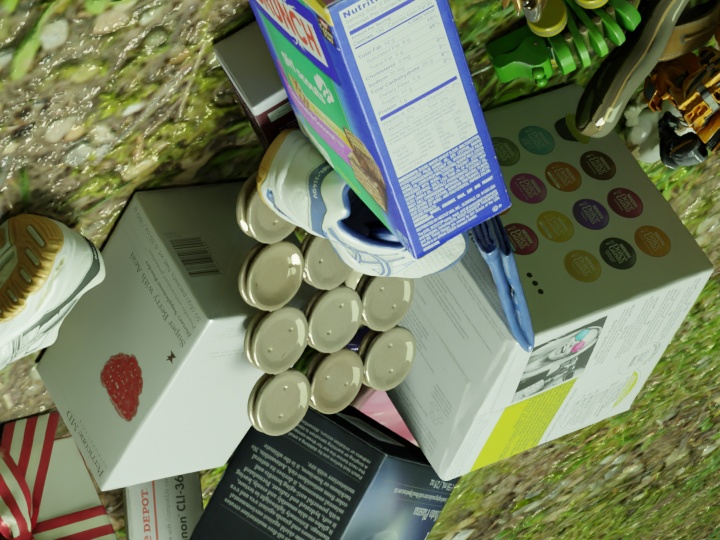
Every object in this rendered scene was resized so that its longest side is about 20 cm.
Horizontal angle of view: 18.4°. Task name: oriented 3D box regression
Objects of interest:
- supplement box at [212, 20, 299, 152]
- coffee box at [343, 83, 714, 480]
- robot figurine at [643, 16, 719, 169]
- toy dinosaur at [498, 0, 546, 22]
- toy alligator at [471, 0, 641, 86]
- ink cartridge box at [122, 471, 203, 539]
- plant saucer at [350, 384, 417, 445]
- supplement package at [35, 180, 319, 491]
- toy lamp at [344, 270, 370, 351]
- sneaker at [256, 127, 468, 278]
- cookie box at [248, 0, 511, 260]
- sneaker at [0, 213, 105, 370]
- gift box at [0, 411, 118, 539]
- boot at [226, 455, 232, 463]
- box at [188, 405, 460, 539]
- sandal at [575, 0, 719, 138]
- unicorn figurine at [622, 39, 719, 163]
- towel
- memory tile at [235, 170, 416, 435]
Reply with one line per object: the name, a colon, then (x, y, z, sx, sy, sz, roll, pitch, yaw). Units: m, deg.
supplement box: (-0.022, -0.114, 1.535, 0.108, 0.061, 0.200, -32, 154, -4)
coffee box: (0.121, 0.009, 1.756, 0.196, 0.200, 0.201, -18, 151, -28)
robot figurine: (0.271, -0.151, 1.687, 0.145, 0.058, 0.200, -41, -165, 13)
toy dinosaur: (0.120, -0.238, 1.510, 0.106, 0.060, 0.200, -47, 170, -31)
toy alligator: (0.140, -0.164, 1.643, 0.199, 0.054, 0.059, -32, 155, -2)
ink cartridge box: (-0.162, 0.235, 1.875, 0.067, 0.118, 0.200, -6, 162, -4)
plant saucer: (0.056, 0.090, 2.003, 0.199, 0.051, 0.201, -26, 155, -13)
supplement package: (-0.131, 0.048, 1.623, 0.119, 0.122, 0.201, -9, 145, -41)
toy lamp: (0.000, 0.000, 1.701, 0.058, 0.058, 0.201, -18, 134, -29)
sneaker: (0.018, -0.030, 1.497, 0.199, 0.088, 0.076, 20, 93, -48)
cookie box: (-0.002, -0.134, 1.329, 0.075, 0.171, 0.201, -30, 133, -10)
sneaker: (-0.252, 0.048, 1.534, 0.200, 0.076, 0.087, -42, 153, 19)
gift box: (-0.274, 0.234, 1.732, 0.199, 0.185, 0.187, -19, 161, -34)
boot: (-0.094, 0.090, 1.801, 0.199, 0.072, 0.154, -35, 155, 15)
box: (-0.037, 0.214, 1.773, 0.200, 0.123, 0.200, -61, 158, 2)
sandal: (0.233, -0.178, 1.662, 0.201, 0.054, 0.080, -57, -170, 4)
unicorn figurine: (0.288, -0.136, 1.864, 0.198, 0.074, 0.137, -17, 163, -2)
towel: (0.077, -0.056, 1.578, 0.024, 0.201, 0.147, -20, 149, 2)
memory tile: (-0.022, 0.010, 1.552, 0.152, 0.017, 0.202, -22, 123, -35)
